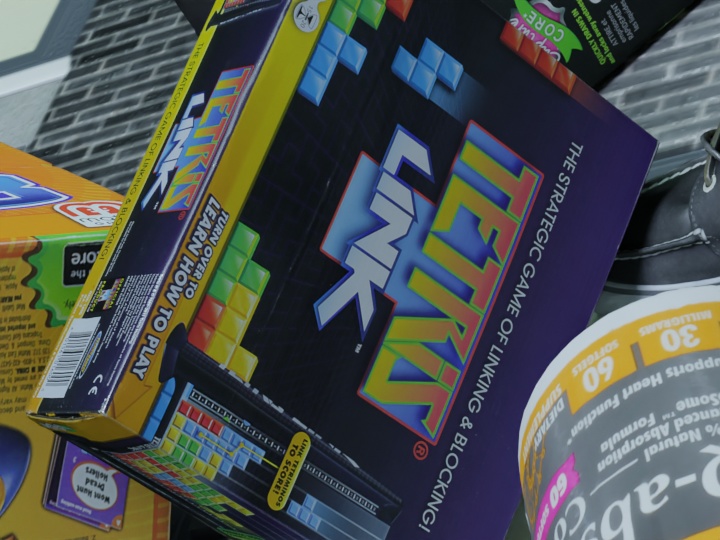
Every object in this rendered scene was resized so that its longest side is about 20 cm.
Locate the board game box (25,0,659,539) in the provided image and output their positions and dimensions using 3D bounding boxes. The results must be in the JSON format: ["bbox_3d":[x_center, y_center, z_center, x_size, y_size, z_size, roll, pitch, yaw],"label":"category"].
[{"bbox_3d":[0.000,0.000,0.890,0.057,0.165,0.201,-5,57,54],"label":"board game box"}]

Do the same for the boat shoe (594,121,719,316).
[{"bbox_3d":[0.154,-0.033,0.922,0.199,0.066,0.070,-9,41,35],"label":"boat shoe"}]

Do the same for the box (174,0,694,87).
[{"bbox_3d":[0.036,-0.138,1.115,0.200,0.124,0.148,-40,32,-9],"label":"box"}]

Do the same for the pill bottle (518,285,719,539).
[{"bbox_3d":[0.113,0.104,0.741,0.116,0.117,0.200,-28,33,13],"label":"pill bottle"}]

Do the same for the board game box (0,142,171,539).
[{"bbox_3d":[-0.200,0.065,0.929,0.199,0.201,0.200,-5,16,-33],"label":"board game box"}]
